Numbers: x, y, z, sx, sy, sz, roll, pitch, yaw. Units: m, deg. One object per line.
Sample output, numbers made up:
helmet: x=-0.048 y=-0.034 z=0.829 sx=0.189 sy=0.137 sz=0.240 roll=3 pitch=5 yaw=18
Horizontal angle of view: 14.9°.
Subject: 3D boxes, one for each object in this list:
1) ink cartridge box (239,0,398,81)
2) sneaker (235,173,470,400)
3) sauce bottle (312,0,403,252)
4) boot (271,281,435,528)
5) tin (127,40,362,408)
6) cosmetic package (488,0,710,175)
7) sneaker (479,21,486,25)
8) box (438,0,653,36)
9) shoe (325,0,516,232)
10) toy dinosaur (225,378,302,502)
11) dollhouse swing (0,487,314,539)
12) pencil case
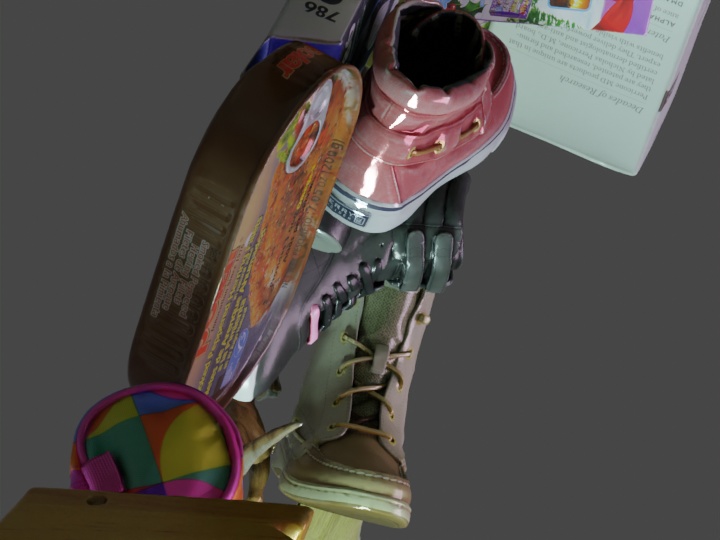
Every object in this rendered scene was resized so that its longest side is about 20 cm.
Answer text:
ink cartridge box: x=-0.013 y=-0.125 z=1.374 sx=0.100 sy=0.039 sz=0.201 roll=105 pitch=10 yaw=-52
sneaker: x=0.000 y=0.000 z=1.555 sx=0.071 sy=0.099 sz=0.201 roll=104 pitch=11 yaw=-61
sauce bottle: x=0.008 y=-0.107 z=1.511 sx=0.065 sy=0.064 sz=0.201 roll=90 pitch=24 yaw=-73
boot: x=0.006 y=0.066 z=1.625 sx=0.200 sy=0.072 sz=0.156 roll=-152 pitch=-99 yaw=-78
tin: x=-0.056 y=-0.016 z=1.287 sx=0.112 sy=0.042 sz=0.201 roll=-46 pitch=160 yaw=-58
cosmetic package: x=0.207 y=-0.225 z=2.332 sx=0.165 sy=0.164 sz=0.201 roll=-59 pitch=169 yaw=-52
sneaker: x=0.084 y=-0.195 z=1.654 sx=0.200 sy=0.088 sz=0.082 roll=82 pitch=13 yaw=-78
box: x=0.106 y=-0.231 z=1.470 sx=0.039 sy=0.136 sz=0.201 roll=-138 pitch=-125 yaw=-62
shoe: x=0.045 y=-0.099 z=1.400 sx=0.091 sy=0.071 sz=0.200 roll=-60 pitch=172 yaw=35
toy dinosaur: x=-0.073 y=0.103 z=1.578 sx=0.200 sy=0.060 sz=0.107 roll=-103 pitch=-158 yaw=-75
dollhouse swing: x=-0.115 y=0.212 z=1.100 sx=0.200 sy=0.180 sz=0.177 roll=-57 pitch=147 yaw=-63
pencil case: x=-0.098 y=0.128 z=1.296 sx=0.200 sy=0.088 sz=0.089 roll=100 pitch=13 yaw=-61
